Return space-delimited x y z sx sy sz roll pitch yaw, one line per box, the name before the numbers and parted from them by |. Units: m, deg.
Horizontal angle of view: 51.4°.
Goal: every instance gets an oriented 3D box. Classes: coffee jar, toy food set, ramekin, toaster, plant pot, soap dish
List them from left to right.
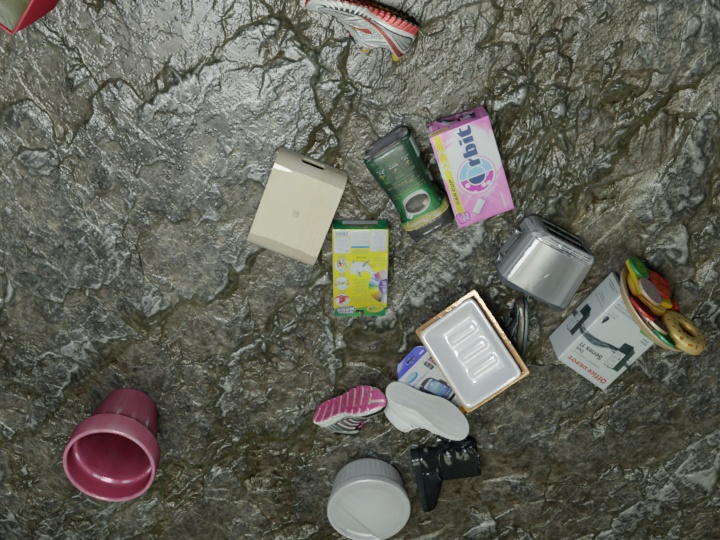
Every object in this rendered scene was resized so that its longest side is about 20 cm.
plant pot | -0.523 0.364 1.630 0.194 0.180 0.205 0 119 0
toy food set | -0.124 -0.119 1.440 0.140 0.061 0.204 20 109 -10
ramekin | 0.018 0.538 1.779 0.196 0.095 0.207 -1 119 -1
coffee jar | 0.093 -0.156 1.397 0.103 0.086 0.202 -27 115 13
soap dish | 0.231 0.163 1.541 0.156 0.081 0.202 -36 84 18
toaster | 0.366 -0.013 1.464 0.196 0.114 0.131 26 114 -12
toy food set | 0.581 0.071 1.461 0.194 0.204 0.049 20 134 -30

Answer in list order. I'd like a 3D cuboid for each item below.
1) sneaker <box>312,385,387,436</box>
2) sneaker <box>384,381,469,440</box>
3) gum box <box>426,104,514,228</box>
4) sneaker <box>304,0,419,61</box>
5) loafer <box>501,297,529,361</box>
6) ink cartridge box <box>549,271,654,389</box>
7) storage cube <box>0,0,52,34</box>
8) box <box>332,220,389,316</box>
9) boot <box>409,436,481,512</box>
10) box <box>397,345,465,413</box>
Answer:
sneaker | -0.010 0.317 1.659 0.197 0.075 0.087 -25 127 32
sneaker | 0.141 0.323 1.645 0.197 0.074 0.117 28 149 12
gum box | 0.203 -0.195 1.386 0.111 0.067 0.203 -19 117 8
sneaker | -0.002 -0.412 1.259 0.195 0.078 0.083 19 119 -10
loafer | 0.319 0.149 1.581 0.061 0.072 0.204 1 121 6
ink cartridge box | 0.515 0.129 1.560 0.145 0.084 0.201 31 116 -16
storage cube | -0.535 -0.505 1.146 0.170 0.181 0.200 35 115 -19
box | 0.000 0.000 1.507 0.114 0.049 0.205 0 117 -1
boot | 0.207 0.478 1.763 0.158 0.074 0.203 -11 118 2
box | 0.174 0.233 1.643 0.199 0.042 0.119 37 113 -16
